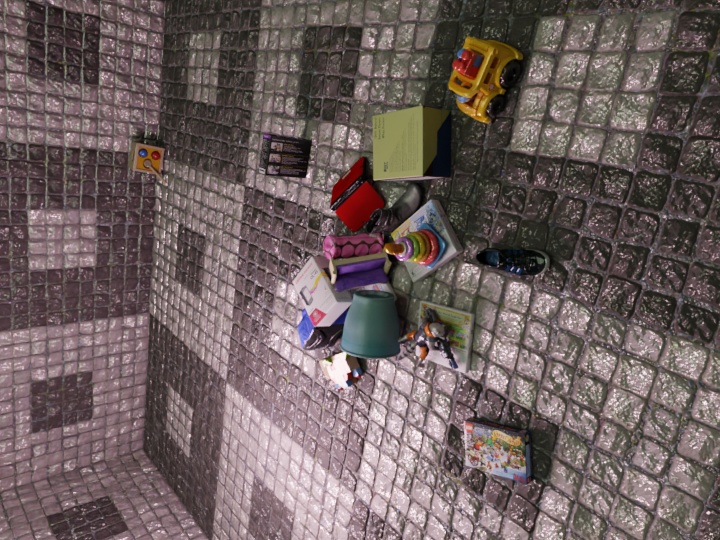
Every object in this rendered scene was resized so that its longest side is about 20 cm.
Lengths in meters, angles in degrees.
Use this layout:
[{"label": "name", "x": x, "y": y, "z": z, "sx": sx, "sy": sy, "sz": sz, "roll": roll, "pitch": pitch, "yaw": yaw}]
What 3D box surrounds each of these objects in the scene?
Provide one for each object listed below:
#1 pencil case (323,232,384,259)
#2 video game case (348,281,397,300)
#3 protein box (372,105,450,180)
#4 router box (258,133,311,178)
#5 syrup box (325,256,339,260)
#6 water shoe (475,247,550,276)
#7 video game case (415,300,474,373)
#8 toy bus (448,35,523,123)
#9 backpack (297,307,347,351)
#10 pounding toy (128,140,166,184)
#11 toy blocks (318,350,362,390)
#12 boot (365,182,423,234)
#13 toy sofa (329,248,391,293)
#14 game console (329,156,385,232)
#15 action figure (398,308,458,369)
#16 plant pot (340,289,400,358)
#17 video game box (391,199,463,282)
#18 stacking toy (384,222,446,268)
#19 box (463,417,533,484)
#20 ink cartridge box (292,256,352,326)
[{"label": "pencil case", "x": -0.020, "y": -0.087, "z": 1.750, "sx": 0.094, "sy": 0.199, "sz": 0.091, "roll": 132, "pitch": 127, "yaw": -63}, {"label": "video game case", "x": 0.029, "y": 0.064, "z": 1.840, "sx": 0.182, "sy": 0.024, "sz": 0.201, "roll": -46, "pitch": 62, "yaw": 39}, {"label": "protein box", "x": 0.153, "y": -0.375, "z": 1.582, "sx": 0.199, "sy": 0.135, "sz": 0.200, "roll": 5, "pitch": 98, "yaw": 46}, {"label": "router box", "x": -0.286, "y": -0.434, "z": 1.999, "sx": 0.051, "sy": 0.199, "sz": 0.150, "roll": 26, "pitch": 112, "yaw": 40}, {"label": "syrup box", "x": -0.074, "y": -0.016, "z": 1.877, "sx": 0.200, "sy": 0.081, "sz": 0.079, "roll": -19, "pitch": 69, "yaw": 54}, {"label": "water shoe", "x": 0.400, "y": -0.021, "z": 1.394, "sx": 0.199, "sy": 0.079, "sz": 0.072, "roll": 6, "pitch": 99, "yaw": 46}, {"label": "video game case", "x": 0.257, "y": 0.200, "z": 1.612, "sx": 0.200, "sy": 0.023, "sz": 0.183, "roll": 14, "pitch": 104, "yaw": 46}, {"label": "toy bus", "x": 0.300, "y": -0.504, "z": 1.373, "sx": 0.136, "sy": 0.191, "sz": 0.201, "roll": 43, "pitch": 124, "yaw": 34}, {"label": "backpack", "x": -0.143, "y": 0.197, "z": 1.947, "sx": 0.200, "sy": 0.162, "sz": 0.168, "roll": 119, "pitch": 143, "yaw": -45}, {"label": "pounding toy", "x": -1.210, "y": -0.618, "z": 3.003, "sx": 0.142, "sy": 0.184, "sz": 0.201, "roll": 27, "pitch": 107, "yaw": 47}, {"label": "toy blocks", "x": -0.067, "y": 0.374, "z": 1.938, "sx": 0.200, "sy": 0.100, "sz": 0.137, "roll": -29, "pitch": 84, "yaw": 45}, {"label": "boot", "x": 0.107, "y": -0.189, "z": 1.652, "sx": 0.070, "sy": 0.131, "sz": 0.200, "roll": 51, "pitch": 128, "yaw": 31}, {"label": "toy sofa", "x": 0.000, "y": 0.000, "z": 1.727, "sx": 0.083, "sy": 0.199, "sz": 0.098, "roll": 105, "pitch": 152, "yaw": -63}, {"label": "game console", "x": -0.008, "y": -0.268, "z": 1.851, "sx": 0.200, "sy": 0.118, "sz": 0.173, "roll": -38, "pitch": 36, "yaw": 42}, {"label": "action figure", "x": 0.203, "y": 0.229, "z": 1.585, "sx": 0.200, "sy": 0.104, "sz": 0.194, "roll": 62, "pitch": 143, "yaw": 26}, {"label": "plant pot", "x": 0.037, "y": 0.166, "z": 1.711, "sx": 0.200, "sy": 0.199, "sz": 0.189, "roll": 13, "pitch": 104, "yaw": 45}, {"label": "video game box", "x": 0.202, "y": -0.089, "z": 1.624, "sx": 0.200, "sy": 0.047, "sz": 0.183, "roll": -39, "pitch": 69, "yaw": 41}, {"label": "stacking toy", "x": 0.140, "y": -0.064, "z": 1.515, "sx": 0.116, "sy": 0.199, "sz": 0.110, "roll": 50, "pitch": 127, "yaw": 29}, {"label": "box", "x": 0.389, "y": 0.508, "z": 1.489, "sx": 0.199, "sy": 0.038, "sz": 0.137, "roll": -2, "pitch": 93, "yaw": 47}, {"label": "ink cartridge box", "x": -0.134, "y": 0.072, "z": 1.807, "sx": 0.148, "sy": 0.085, "sz": 0.200, "roll": -49, "pitch": 59, "yaw": 31}]
